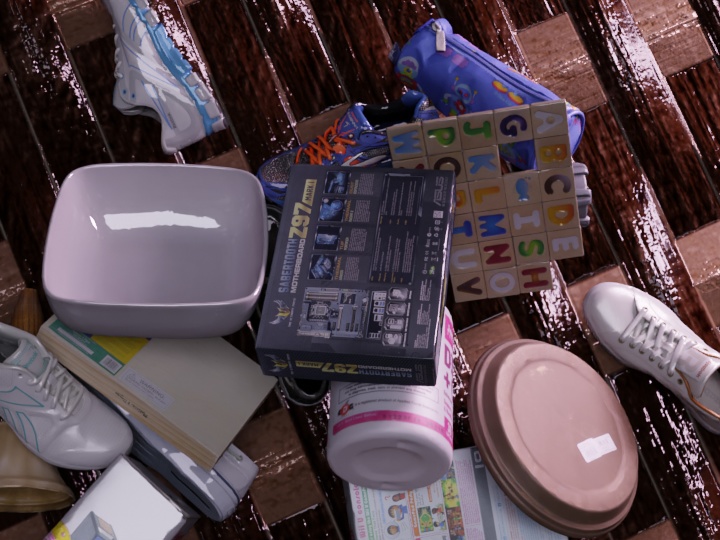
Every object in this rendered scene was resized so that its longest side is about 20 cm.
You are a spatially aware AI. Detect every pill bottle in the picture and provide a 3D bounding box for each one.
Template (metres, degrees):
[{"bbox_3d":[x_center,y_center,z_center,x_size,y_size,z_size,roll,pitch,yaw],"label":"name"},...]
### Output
[{"bbox_3d":[0.029,0.086,1.155,0.111,0.114,0.203,6,55,-4],"label":"pill bottle"}]

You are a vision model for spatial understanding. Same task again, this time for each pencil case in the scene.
[{"bbox_3d":[0.122,-0.170,1.223,0.199,0.087,0.078,39,66,23],"label":"pencil case"}]

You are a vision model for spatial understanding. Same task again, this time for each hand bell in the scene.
[{"bbox_3d":[-0.311,0.114,1.176,0.102,0.104,0.203,0,67,-5],"label":"hand bell"}]

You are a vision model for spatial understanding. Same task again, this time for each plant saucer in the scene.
[{"bbox_3d":[0.185,0.148,1.171,0.198,0.029,0.203,22,47,-25],"label":"plant saucer"}]

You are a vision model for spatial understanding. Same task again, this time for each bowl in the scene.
[{"bbox_3d":[-0.182,-0.011,1.155,0.196,0.075,0.201,0,42,-4],"label":"bowl"}]

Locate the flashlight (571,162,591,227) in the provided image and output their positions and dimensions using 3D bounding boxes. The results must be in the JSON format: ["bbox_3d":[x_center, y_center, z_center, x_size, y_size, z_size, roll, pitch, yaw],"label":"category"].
[{"bbox_3d":[0.125,-0.069,1.248,0.196,0.068,0.069,-3,71,0],"label":"flashlight"}]

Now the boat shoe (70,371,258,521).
[{"bbox_3d":[-0.182,0.146,1.185,0.200,0.074,0.067,45,58,-1],"label":"boat shoe"}]

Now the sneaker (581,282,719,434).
[{"bbox_3d":[0.305,0.077,1.224,0.199,0.085,0.073,39,81,4],"label":"sneaker"}]

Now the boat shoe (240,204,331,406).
[{"bbox_3d":[-0.067,0.028,1.209,0.070,0.064,0.203,-16,80,-8],"label":"boat shoe"}]

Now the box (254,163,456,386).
[{"bbox_3d":[0.000,0.000,1.117,0.155,0.051,0.203,3,56,8],"label":"box"}]

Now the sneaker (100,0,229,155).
[{"bbox_3d":[-0.217,-0.202,1.237,0.086,0.075,0.201,-34,84,-4],"label":"sneaker"}]

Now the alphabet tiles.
[{"bbox_3d":[0.122,-0.058,1.192,0.164,0.008,0.203,-8,123,9],"label":"alphabet tiles"}]

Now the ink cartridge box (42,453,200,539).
[{"bbox_3d":[-0.239,0.266,1.111,0.087,0.145,0.200,42,80,5],"label":"ink cartridge box"}]

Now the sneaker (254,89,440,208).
[{"bbox_3d":[-0.012,-0.123,1.224,0.197,0.079,0.076,-23,52,-9],"label":"sneaker"}]

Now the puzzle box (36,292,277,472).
[{"bbox_3d":[-0.185,0.084,1.168,0.199,0.026,0.133,36,35,3],"label":"puzzle box"}]

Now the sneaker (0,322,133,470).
[{"bbox_3d":[-0.284,0.105,1.103,0.199,0.080,0.071,32,45,-7],"label":"sneaker"}]

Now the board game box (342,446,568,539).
[{"bbox_3d":[0.090,0.244,1.186,0.196,0.064,0.150,-7,80,-8],"label":"board game box"}]
